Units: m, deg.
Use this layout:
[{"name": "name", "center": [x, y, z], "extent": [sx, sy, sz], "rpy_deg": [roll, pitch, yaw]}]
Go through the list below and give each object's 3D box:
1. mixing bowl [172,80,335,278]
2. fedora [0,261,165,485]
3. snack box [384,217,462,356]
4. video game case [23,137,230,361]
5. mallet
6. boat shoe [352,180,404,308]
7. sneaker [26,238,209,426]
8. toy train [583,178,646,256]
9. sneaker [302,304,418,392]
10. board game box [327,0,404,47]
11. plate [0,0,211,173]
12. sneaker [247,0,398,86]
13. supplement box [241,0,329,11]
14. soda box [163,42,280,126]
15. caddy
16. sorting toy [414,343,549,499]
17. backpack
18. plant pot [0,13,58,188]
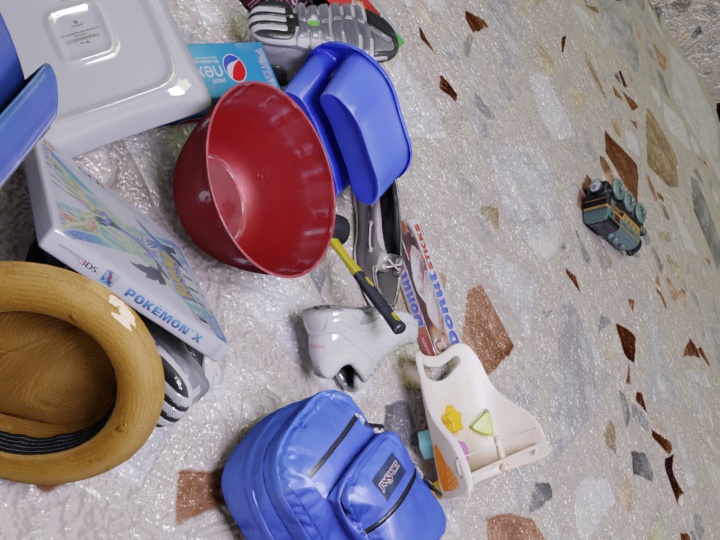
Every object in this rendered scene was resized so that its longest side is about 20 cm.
[{"name": "mixing bowl", "center": [-0.126, -0.084, 0.803], "extent": [0.199, 0.106, 0.206], "rpy_deg": [23, 62, -51]}, {"name": "fedora", "center": [-0.241, 0.068, 0.574], "extent": [0.201, 0.199, 0.082], "rpy_deg": [49, 15, -19]}, {"name": "snack box", "center": [0.089, 0.027, 1.071], "extent": [0.071, 0.024, 0.205], "rpy_deg": [-11, 81, -50]}, {"name": "video game case", "center": [-0.205, -0.024, 0.650], "extent": [0.182, 0.022, 0.200], "rpy_deg": [43, 5, -40]}, {"name": "mallet", "center": [0.000, 0.000, 0.910], "extent": [0.065, 0.042, 0.201], "rpy_deg": [-1, 43, -52]}, {"name": "boat shoe", "center": [0.029, -0.044, 1.012], "extent": [0.066, 0.056, 0.205], "rpy_deg": [13, 62, -44]}, {"name": "sneaker", "center": [-0.211, 0.049, 0.689], "extent": [0.201, 0.075, 0.115], "rpy_deg": [51, 11, 5]}, {"name": "toy train", "center": [0.549, -0.113, 1.626], "extent": [0.198, 0.084, 0.117], "rpy_deg": [33, 62, -37]}, {"name": "sneaker", "center": [0.000, 0.094, 0.913], "extent": [0.198, 0.077, 0.102], "rpy_deg": [5, 87, -49]}, {"name": "board game box", "center": [-0.028, -0.395, 1.030], "extent": [0.199, 0.040, 0.155], "rpy_deg": [25, 33, -59]}, {"name": "plate", "center": [-0.265, -0.220, 0.715], "extent": [0.196, 0.032, 0.204], "rpy_deg": [-25, 90, -22]}, {"name": "sneaker", "center": [-0.055, -0.285, 0.980], "extent": [0.195, 0.116, 0.077], "rpy_deg": [5, 67, -17]}, {"name": "supplement box", "center": [-0.112, -0.388, 1.018], "extent": [0.200, 0.060, 0.110], "rpy_deg": [47, 41, -23]}, {"name": "soda box", "center": [-0.184, -0.208, 0.842], "extent": [0.198, 0.067, 0.066], "rpy_deg": [-23, 89, -51]}, {"name": "caddy", "center": [-0.014, -0.181, 0.939], "extent": [0.106, 0.139, 0.203], "rpy_deg": [-51, 137, -32]}, {"name": "sorting toy", "center": [0.132, 0.186, 0.987], "extent": [0.197, 0.106, 0.184], "rpy_deg": [-2, 69, -49]}, {"name": "backpack", "center": [-0.022, 0.221, 0.743], "extent": [0.202, 0.166, 0.162], "rpy_deg": [56, 34, -5]}, {"name": "plant pot", "center": [-0.341, -0.106, 0.520], "extent": [0.180, 0.197, 0.203], "rpy_deg": [47, 42, -29]}]
